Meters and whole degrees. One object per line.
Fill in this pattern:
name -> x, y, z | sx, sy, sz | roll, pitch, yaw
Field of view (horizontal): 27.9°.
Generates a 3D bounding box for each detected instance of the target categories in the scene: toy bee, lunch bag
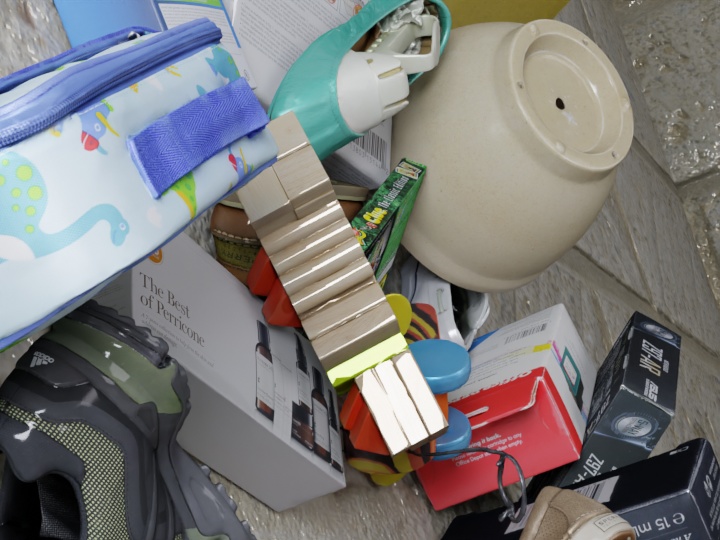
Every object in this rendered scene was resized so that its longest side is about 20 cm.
toy bee -> 0.019, 0.080, 0.894 | 0.200, 0.107, 0.133 | -150, -126, -77
lunch bag -> -0.122, -0.026, 0.534 | 0.083, 0.159, 0.200 | 63, 21, -10

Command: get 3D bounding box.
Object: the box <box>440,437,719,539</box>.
box -> 0.170, 0.246, 0.961 | 0.202, 0.195, 0.117 | 67, 20, -3

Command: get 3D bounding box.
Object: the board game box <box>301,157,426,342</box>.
board game box -> 0.000, 0.000, 0.938 | 0.200, 0.023, 0.106 | -54, 163, -68

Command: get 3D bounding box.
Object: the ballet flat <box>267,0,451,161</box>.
ballet flat -> 0.008, -0.132, 0.939 | 0.200, 0.070, 0.068 | -54, 133, -48

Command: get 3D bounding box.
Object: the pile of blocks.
pile of blocks -> -0.020, 0.018, 0.772 | 0.202, 0.062, 0.082 | 64, -3, -13

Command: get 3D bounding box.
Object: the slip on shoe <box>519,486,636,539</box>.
slip on shoe -> 0.100, 0.228, 0.884 | 0.060, 0.202, 0.076 | 31, 20, 35

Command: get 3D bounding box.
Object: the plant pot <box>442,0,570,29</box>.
plant pot -> 0.050, -0.289, 1.170 | 0.199, 0.194, 0.196 | 24, 23, -54

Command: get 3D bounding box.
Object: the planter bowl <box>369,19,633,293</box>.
planter bowl -> 0.115, -0.102, 1.070 | 0.199, 0.134, 0.202 | 17, 59, -31

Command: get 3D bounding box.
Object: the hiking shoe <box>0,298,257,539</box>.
hiking shoe -> -0.105, 0.109, 0.589 | 0.101, 0.075, 0.201 | -42, 133, -30

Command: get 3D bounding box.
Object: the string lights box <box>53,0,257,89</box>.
string lights box -> -0.135, -0.185, 0.817 | 0.202, 0.058, 0.103 | 68, 19, 1

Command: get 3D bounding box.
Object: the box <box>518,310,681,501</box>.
box -> 0.171, 0.145, 1.092 | 0.043, 0.201, 0.160 | 29, 21, 3

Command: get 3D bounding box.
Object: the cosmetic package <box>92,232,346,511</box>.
cosmetic package -> -0.076, 0.046, 0.742 | 0.200, 0.050, 0.083 | 44, 29, -49

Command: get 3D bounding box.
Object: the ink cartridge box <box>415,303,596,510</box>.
ink cartridge box -> 0.099, 0.103, 1.046 | 0.068, 0.115, 0.200 | 63, 20, -10

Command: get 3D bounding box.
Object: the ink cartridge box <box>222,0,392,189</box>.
ink cartridge box -> -0.039, -0.169, 0.976 | 0.200, 0.044, 0.178 | 31, 58, -54

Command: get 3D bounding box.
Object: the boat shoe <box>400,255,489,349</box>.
boat shoe -> 0.069, 0.031, 1.117 | 0.074, 0.066, 0.200 | 61, 20, -18

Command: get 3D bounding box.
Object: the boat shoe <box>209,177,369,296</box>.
boat shoe -> -0.047, -0.025, 0.883 | 0.200, 0.071, 0.069 | -14, 113, -72
